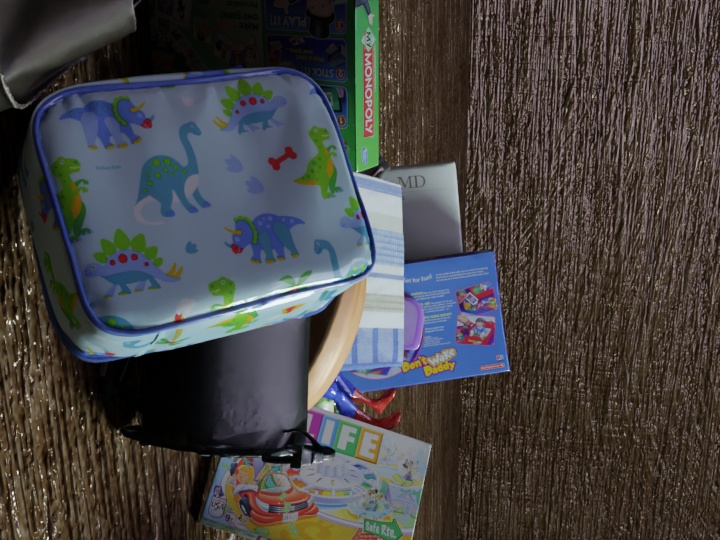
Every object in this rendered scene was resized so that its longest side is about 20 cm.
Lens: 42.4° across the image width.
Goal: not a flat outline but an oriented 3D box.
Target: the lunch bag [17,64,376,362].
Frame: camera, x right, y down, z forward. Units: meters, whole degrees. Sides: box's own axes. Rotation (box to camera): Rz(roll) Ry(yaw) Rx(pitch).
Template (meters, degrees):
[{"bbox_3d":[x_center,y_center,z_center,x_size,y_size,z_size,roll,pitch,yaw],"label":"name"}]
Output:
[{"bbox_3d":[-0.098,-0.041,0.565,0.082,0.199,0.162,-33,-105,56],"label":"lunch bag"}]

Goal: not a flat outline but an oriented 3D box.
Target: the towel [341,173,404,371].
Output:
[{"bbox_3d":[0.000,0.000,0.936,0.146,0.024,0.202,4,84,-56],"label":"towel"}]

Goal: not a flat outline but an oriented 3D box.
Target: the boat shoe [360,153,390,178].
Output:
[{"bbox_3d":[-0.025,-0.055,0.988,0.067,0.057,0.201,-28,-148,61],"label":"boat shoe"}]

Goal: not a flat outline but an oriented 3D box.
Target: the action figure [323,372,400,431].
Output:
[{"bbox_3d":[-0.050,0.100,0.924,0.052,0.199,0.066,-54,-158,27],"label":"action figure"}]

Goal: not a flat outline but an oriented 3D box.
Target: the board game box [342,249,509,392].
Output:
[{"bbox_3d":[0.057,0.057,1.031,0.045,0.198,0.136,-128,-150,-86],"label":"board game box"}]

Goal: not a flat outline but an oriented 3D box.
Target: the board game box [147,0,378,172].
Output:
[{"bbox_3d":[-0.074,-0.152,0.664,0.029,0.199,0.136,-26,122,-48],"label":"board game box"}]

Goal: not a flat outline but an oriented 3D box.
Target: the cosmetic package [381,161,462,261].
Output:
[{"bbox_3d":[0.034,-0.022,1.133,0.166,0.166,0.202,-104,-171,-87],"label":"cosmetic package"}]

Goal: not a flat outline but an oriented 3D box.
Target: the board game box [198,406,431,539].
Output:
[{"bbox_3d":[-0.041,0.206,0.899,0.034,0.199,0.135,120,-14,-61],"label":"board game box"}]

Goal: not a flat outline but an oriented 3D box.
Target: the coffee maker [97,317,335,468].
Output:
[{"bbox_3d":[-0.085,0.031,0.683,0.134,0.191,0.202,11,81,-61],"label":"coffee maker"}]

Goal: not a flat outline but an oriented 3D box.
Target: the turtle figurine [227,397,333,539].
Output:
[{"bbox_3d":[-0.059,0.227,0.950,0.200,0.143,0.196,-7,91,-69],"label":"turtle figurine"}]

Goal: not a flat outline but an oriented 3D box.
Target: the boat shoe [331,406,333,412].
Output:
[{"bbox_3d":[-0.075,0.116,1.040,0.072,0.072,0.202,-1,91,-70],"label":"boat shoe"}]

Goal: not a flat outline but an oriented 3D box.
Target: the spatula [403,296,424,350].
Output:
[{"bbox_3d":[-0.027,0.044,0.981,0.021,0.199,0.057,-163,-97,-70],"label":"spatula"}]

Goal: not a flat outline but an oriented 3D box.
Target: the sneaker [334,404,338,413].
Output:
[{"bbox_3d":[-0.039,0.205,1.166,0.201,0.088,0.077,-72,161,-48],"label":"sneaker"}]

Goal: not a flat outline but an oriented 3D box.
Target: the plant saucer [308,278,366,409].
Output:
[{"bbox_3d":[-0.053,0.047,0.803,0.200,0.037,0.201,-46,-150,37],"label":"plant saucer"}]

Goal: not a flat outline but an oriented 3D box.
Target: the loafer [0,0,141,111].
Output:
[{"bbox_3d":[-0.166,-0.156,0.527,0.201,0.071,0.073,-73,162,-45],"label":"loafer"}]
